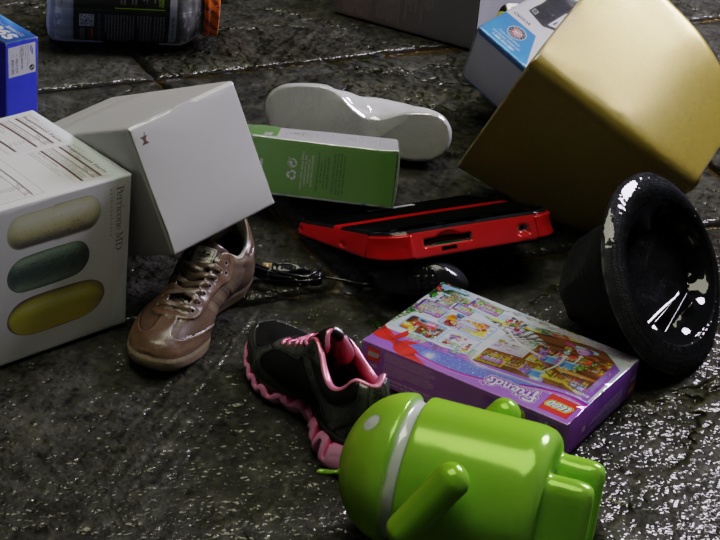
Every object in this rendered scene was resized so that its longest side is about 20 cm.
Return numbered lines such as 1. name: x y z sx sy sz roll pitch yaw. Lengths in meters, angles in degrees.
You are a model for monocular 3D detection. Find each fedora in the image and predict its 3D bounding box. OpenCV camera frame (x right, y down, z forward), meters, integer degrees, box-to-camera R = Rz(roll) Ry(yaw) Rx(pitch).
1. fedora: 0.241 0.009 1.652 0.092 0.201 0.201 -15 13 37

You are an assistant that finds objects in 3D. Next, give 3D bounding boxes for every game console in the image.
1. game console: 0.064 -0.041 1.762 0.200 0.031 0.177 -9 10 -28

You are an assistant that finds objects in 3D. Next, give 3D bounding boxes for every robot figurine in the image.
1. robot figurine: 0.074 0.157 1.353 0.200 0.116 0.175 13 20 15

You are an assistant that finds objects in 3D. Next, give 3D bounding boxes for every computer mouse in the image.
1. computer mouse: 0.000 0.000 1.695 0.200 0.034 0.059 4 7 1

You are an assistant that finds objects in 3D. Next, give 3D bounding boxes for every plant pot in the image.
1. plant pot: 0.253 -0.149 1.838 0.200 0.194 0.196 38 55 3

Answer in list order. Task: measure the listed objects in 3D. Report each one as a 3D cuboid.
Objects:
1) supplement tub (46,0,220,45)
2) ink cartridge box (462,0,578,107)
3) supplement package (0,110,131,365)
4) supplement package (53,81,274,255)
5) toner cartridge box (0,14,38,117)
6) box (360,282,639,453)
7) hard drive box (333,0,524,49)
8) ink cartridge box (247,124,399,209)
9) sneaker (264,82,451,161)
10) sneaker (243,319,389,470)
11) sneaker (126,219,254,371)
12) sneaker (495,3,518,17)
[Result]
1. supplement tub: -0.265 -0.326 2.162 0.200 0.123 0.123 2 29 -8
2. ink cartridge box: 0.238 -0.240 2.060 0.200 0.084 0.145 -32 65 -31
3. supplement package: -0.320 -0.022 1.566 0.200 0.152 0.151 -20 38 -39
4. supplement package: -0.196 -0.088 1.658 0.121 0.120 0.200 -29 18 -35
5. toner cartridge box: -0.421 -0.239 2.004 0.043 0.095 0.200 -18 37 -39
6. box: 0.118 0.082 1.577 0.200 0.039 0.137 22 32 26
7. hard drive box: 0.091 -0.358 2.336 0.200 0.077 0.156 18 32 21
8. ink cartridge box: -0.062 -0.108 1.841 0.200 0.059 0.104 7 10 0
9. sneaker: -0.003 -0.159 1.979 0.200 0.075 0.089 12 16 -2
10. sneaker: -0.031 0.078 1.502 0.079 0.096 0.200 -13 33 -28
11. sneaker: -0.149 0.014 1.614 0.070 0.076 0.200 13 29 12
12. sneaker: 0.212 -0.246 2.154 0.075 0.077 0.200 -15 37 -36
